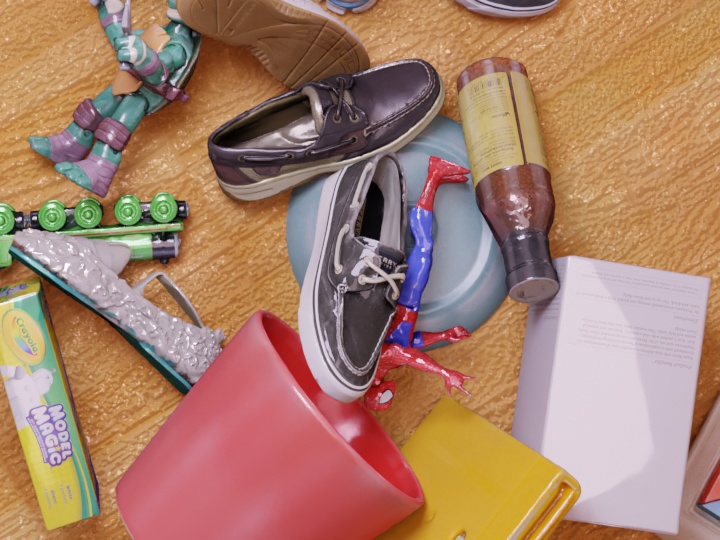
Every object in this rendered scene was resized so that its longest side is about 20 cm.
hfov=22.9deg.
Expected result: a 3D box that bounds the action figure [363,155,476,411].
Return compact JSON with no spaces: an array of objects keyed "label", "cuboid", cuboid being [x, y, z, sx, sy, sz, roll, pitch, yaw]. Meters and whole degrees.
[{"label":"action figure","cuboid":[0.064,0.023,1.393,0.098,0.065,0.202,21,86,5]}]

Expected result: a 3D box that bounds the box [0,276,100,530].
[{"label":"box","cuboid":[-0.246,0.086,1.357,0.048,0.117,0.202,-18,98,-7]}]

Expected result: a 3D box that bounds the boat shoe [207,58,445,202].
[{"label":"boat shoe","cuboid":[-0.027,-0.118,1.409,0.199,0.065,0.074,-27,59,1]}]

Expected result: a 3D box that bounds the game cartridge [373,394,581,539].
[{"label":"game cartridge","cuboid":[0.062,0.196,1.360,0.032,0.200,0.177,41,85,-25]}]

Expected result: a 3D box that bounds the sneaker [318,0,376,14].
[{"label":"sneaker","cuboid":[-0.061,-0.288,1.422,0.199,0.087,0.075,34,86,-2]}]

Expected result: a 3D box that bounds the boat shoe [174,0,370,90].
[{"label":"boat shoe","cuboid":[-0.070,-0.203,1.396,0.071,0.199,0.070,-40,49,21]}]

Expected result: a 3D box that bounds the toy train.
[{"label":"toy train","cuboid":[-0.234,-0.028,1.416,0.198,0.042,0.057,-4,97,-6]}]

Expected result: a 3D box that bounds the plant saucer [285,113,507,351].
[{"label":"plant saucer","cuboid":[0.039,-0.034,1.445,0.198,0.036,0.202,0,87,-6]}]

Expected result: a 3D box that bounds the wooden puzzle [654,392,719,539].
[{"label":"wooden puzzle","cuboid":[0.363,0.175,1.468,0.184,0.037,0.201,32,85,-4]}]

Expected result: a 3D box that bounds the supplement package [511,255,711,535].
[{"label":"supplement package","cuboid":[0.193,0.098,1.412,0.120,0.120,0.202,9,86,-8]}]

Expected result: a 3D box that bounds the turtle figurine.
[{"label":"turtle figurine","cuboid":[-0.177,-0.162,1.388,0.100,0.150,0.201,31,93,-21]}]

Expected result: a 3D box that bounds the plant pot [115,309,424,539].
[{"label":"plant pot","cuboid":[-0.079,0.159,1.355,0.177,0.200,0.201,-41,92,5]}]

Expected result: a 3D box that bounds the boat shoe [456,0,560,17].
[{"label":"boat shoe","cuboid":[0.087,-0.260,1.423,0.198,0.071,0.073,18,74,-22]}]

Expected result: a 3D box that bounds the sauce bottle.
[{"label":"sauce bottle","cuboid":[0.118,-0.071,1.404,0.065,0.066,0.202,-3,61,-6]}]

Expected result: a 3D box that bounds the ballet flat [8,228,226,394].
[{"label":"ballet flat","cuboid":[-0.186,0.018,1.394,0.200,0.072,0.072,41,84,-23]}]

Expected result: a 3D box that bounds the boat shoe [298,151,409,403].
[{"label":"boat shoe","cuboid":[0.000,0.000,1.348,0.070,0.063,0.202,24,56,-34]}]
